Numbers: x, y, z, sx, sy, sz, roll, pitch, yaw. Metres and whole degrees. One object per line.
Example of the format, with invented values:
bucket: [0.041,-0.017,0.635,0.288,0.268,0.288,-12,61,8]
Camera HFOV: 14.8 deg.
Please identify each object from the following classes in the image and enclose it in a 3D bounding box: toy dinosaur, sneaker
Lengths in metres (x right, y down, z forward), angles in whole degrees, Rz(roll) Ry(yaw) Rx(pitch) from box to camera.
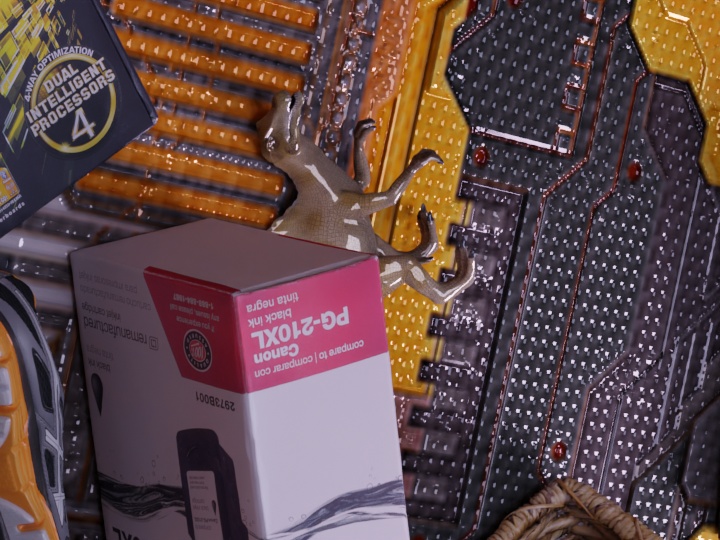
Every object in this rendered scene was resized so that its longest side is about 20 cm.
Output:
toy dinosaur: [0.000,0.000,1.376,0.101,0.058,0.200,-18,101,-18]
sneaker: [-0.162,0.092,1.248,0.077,0.078,0.200,-60,153,-62]

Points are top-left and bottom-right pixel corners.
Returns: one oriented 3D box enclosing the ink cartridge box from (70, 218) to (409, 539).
ink cartridge box: [-0.053,0.088,1.280,0.084,0.145,0.200,-15,106,-33]

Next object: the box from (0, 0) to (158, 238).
box: [-0.203,-0.079,1.200,0.200,0.049,0.161,-38,116,-26]

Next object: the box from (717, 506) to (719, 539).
box: [0.282,0.056,1.592,0.158,0.051,0.200,-3,100,-36]

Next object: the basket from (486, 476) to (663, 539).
basket: [0.111,0.229,1.432,0.200,0.143,0.149,-39,120,-26]

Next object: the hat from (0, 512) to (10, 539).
hat: [-0.225,0.115,1.183,0.081,0.201,0.201,-37,127,-73]
